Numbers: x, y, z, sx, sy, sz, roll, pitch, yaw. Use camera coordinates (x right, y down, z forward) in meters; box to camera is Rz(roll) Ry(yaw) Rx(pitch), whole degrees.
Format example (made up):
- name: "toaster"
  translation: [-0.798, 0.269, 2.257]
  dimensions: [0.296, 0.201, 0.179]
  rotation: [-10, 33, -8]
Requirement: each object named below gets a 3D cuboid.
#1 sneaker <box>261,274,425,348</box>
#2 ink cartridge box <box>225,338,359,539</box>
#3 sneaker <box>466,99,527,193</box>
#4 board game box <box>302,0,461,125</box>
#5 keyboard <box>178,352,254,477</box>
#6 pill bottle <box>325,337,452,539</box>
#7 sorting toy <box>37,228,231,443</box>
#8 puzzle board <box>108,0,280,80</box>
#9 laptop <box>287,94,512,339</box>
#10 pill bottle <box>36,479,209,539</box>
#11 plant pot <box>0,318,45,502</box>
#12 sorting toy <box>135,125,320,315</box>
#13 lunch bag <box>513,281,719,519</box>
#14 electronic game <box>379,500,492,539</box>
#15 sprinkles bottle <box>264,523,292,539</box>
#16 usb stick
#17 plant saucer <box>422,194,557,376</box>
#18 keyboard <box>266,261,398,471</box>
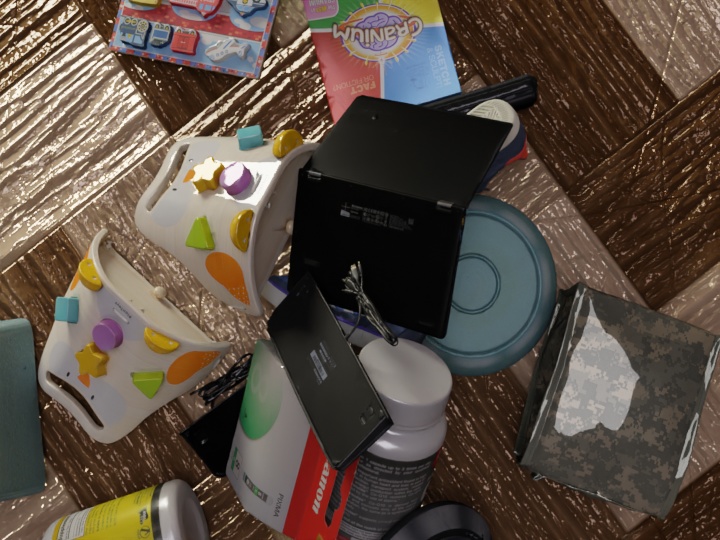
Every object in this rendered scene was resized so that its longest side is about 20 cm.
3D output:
- name: "sneaker"
  translation: [0.000, 0.000, 0.901]
  dimensions: [0.196, 0.080, 0.149]
  rotation: [22, 88, 20]
- name: "ink cartridge box"
  translation: [-0.073, 0.183, 0.835]
  dimensions: [0.049, 0.200, 0.165]
  rotation: [9, 104, -27]
- name: "sneaker"
  translation: [0.095, -0.106, 0.920]
  dimensions: [0.197, 0.084, 0.077]
  rotation: [-22, 57, 24]
- name: "board game box"
  translation: [0.018, -0.273, 0.943]
  dimensions: [0.149, 0.040, 0.205]
  rotation: [-15, 86, 2]
- name: "keyboard"
  translation: [-0.111, 0.136, 0.940]
  dimensions: [0.198, 0.040, 0.105]
  rotation: [-35, 109, -1]
- name: "pill bottle"
  translation: [0.023, 0.178, 0.841]
  dimensions: [0.111, 0.115, 0.204]
  rotation: [17, 121, 4]
- name: "sorting toy"
  translation: [-0.279, 0.094, 0.927]
  dimensions: [0.199, 0.107, 0.181]
  rotation: [40, 109, 5]
- name: "puzzle board"
  translation: [-0.186, -0.309, 0.950]
  dimensions: [0.195, 0.017, 0.155]
  rotation: [14, 88, 15]
- name: "laptop"
  translation: [0.038, -0.063, 0.858]
  dimensions: [0.184, 0.115, 0.205]
  rotation: [15, 107, 26]
- name: "pill bottle"
  translation: [-0.269, 0.308, 0.893]
  dimensions: [0.196, 0.112, 0.115]
  rotation: [-19, 86, 2]
- name: "plant pot"
  translation: [-0.471, 0.160, 0.867]
  dimensions: [0.190, 0.200, 0.202]
  rotation: [-7, 86, 5]
- name: "sorting toy"
  translation: [-0.152, -0.082, 0.899]
  dimensions: [0.176, 0.107, 0.203]
  rotation: [14, 67, 27]
- name: "lunch bag"
  translation: [0.261, 0.138, 0.870]
  dimensions: [0.160, 0.118, 0.204]
  rotation: [19, 83, 3]
- name: "electronic game"
  translation: [0.064, 0.334, 0.856]
  dimensions: [0.197, 0.041, 0.205]
  rotation: [-13, 112, -35]
- name: "sprinkles bottle"
  translation: [-0.033, 0.345, 0.899]
  dimensions: [0.067, 0.068, 0.203]
  rotation: [-27, 86, 1]
- name: "usb stick"
  translation: [0.101, -0.174, 0.926]
  dimensions: [0.195, 0.055, 0.033]
  rotation: [-17, 86, 3]
- name: "plant saucer"
  translation: [0.123, 0.015, 0.930]
  dimensions: [0.194, 0.027, 0.206]
  rotation: [0, 88, 4]
- name: "keyboard"
  translation: [-0.018, 0.074, 0.784]
  dimensions: [0.127, 0.020, 0.201]
  rotation: [-47, 46, 16]
